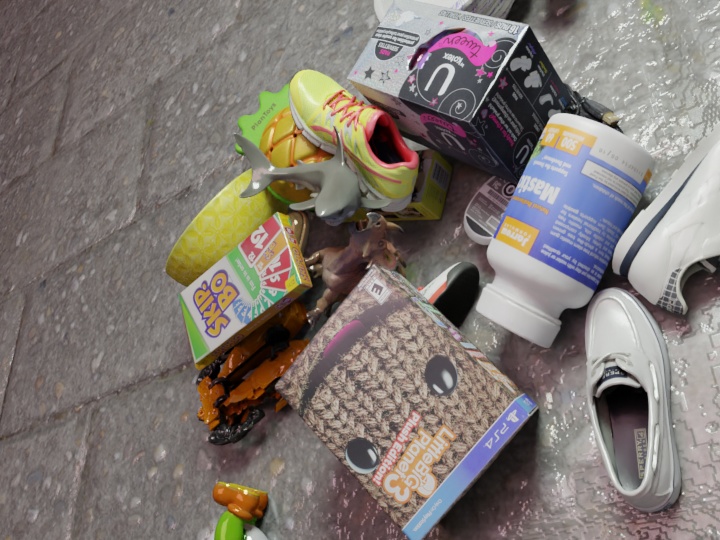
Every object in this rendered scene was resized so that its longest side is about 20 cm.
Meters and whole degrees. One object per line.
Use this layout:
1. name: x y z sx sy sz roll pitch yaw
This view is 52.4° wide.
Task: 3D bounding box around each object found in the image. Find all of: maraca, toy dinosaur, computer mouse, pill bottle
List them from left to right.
1. maraca: -0.079 -0.159 0.932 0.199 0.107 0.138 40 84 26
2. toy dinosaur: 0.000 0.000 0.859 0.133 0.200 0.088 -21 85 7
3. computer mouse: 0.191 -0.105 0.799 0.200 0.044 0.110 -48 50 4
4. pill bottle: 0.189 -0.035 0.705 0.111 0.111 0.204 31 97 46

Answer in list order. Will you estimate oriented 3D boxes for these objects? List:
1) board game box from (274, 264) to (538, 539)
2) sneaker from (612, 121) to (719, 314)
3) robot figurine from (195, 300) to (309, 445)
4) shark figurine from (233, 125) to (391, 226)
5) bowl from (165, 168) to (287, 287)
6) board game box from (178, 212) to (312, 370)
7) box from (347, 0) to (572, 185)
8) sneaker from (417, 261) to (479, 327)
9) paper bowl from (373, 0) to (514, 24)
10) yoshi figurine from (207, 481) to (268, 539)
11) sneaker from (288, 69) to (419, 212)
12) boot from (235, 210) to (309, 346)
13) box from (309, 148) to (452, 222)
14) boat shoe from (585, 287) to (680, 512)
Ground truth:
1. board game box: 0.045 0.124 0.711 0.200 0.097 0.160 43 98 18
2. sneaker: 0.315 -0.058 0.652 0.080 0.076 0.202 42 102 34
3. robot figurine: -0.135 0.136 0.948 0.199 0.058 0.147 -41 47 17
4. shark figurine: -0.048 -0.117 0.813 0.213 0.126 0.092 28 124 50
5. bowl: -0.161 -0.033 1.009 0.108 0.200 0.201 43 101 1
6. board game box: -0.145 0.028 0.856 0.199 0.030 0.097 -37 60 27
7. box: 0.103 -0.198 0.795 0.199 0.131 0.116 31 88 43
8. sneaker: 0.042 0.057 0.826 0.108 0.067 0.204 39 98 43
9. paper bowl: 0.121 -0.366 0.951 0.197 0.104 0.205 -20 56 32
10. yoshi figurine: -0.176 0.350 0.847 0.111 0.111 0.205 -11 63 55
11. sneaker: -0.001 -0.165 0.834 0.078 0.200 0.091 -43 -6 -27
12. boot: -0.137 0.002 0.917 0.201 0.075 0.074 -53 32 12
13. box: 0.020 -0.106 0.943 0.197 0.050 0.077 0 68 42
14. boat shoe: 0.232 0.100 0.636 0.073 0.065 0.204 -25 53 30
